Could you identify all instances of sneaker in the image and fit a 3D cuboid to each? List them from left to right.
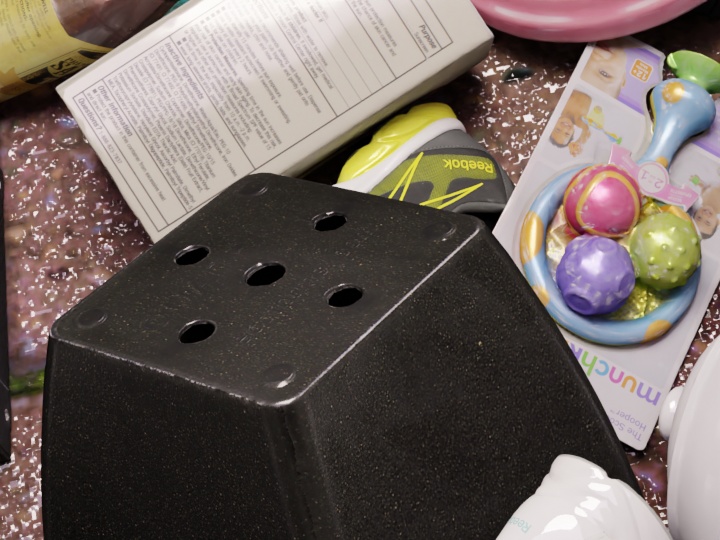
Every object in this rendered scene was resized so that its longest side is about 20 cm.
[{"bbox_3d":[0.000,0.000,0.951,0.085,0.074,0.200,39,76,22],"label":"sneaker"},{"bbox_3d":[0.117,0.171,0.766,0.080,0.070,0.200,-43,103,-18],"label":"sneaker"}]

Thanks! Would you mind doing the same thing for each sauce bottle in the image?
[{"bbox_3d":[-0.150,-0.141,1.004,0.200,0.066,0.066,-17,60,32],"label":"sauce bottle"}]

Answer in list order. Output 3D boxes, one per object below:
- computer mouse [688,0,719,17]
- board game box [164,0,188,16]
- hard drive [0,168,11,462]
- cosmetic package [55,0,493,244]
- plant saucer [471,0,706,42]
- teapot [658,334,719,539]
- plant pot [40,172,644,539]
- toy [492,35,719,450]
[{"bbox_3d":[0.221,-0.238,1.041,0.200,0.046,0.140,-37,67,-8],"label":"computer mouse"},{"bbox_3d":[-0.082,-0.180,1.072,0.135,0.028,0.200,-23,64,-3],"label":"board game box"},{"bbox_3d":[-0.260,0.014,1.007,0.140,0.038,0.200,-8,64,5],"label":"hard drive"},{"bbox_3d":[-0.042,-0.101,0.972,0.200,0.087,0.103,-32,88,0],"label":"cosmetic package"},{"bbox_3d":[0.130,-0.213,1.011,0.200,0.051,0.201,-13,50,17],"label":"plant saucer"},{"bbox_3d":[0.198,0.087,0.832,0.146,0.198,0.200,14,53,34],"label":"teapot"},{"bbox_3d":[-0.021,0.074,0.798,0.199,0.178,0.200,14,42,39],"label":"plant pot"},{"bbox_3d":[0.135,-0.027,0.939,0.115,0.047,0.200,28,67,-2],"label":"toy"}]
